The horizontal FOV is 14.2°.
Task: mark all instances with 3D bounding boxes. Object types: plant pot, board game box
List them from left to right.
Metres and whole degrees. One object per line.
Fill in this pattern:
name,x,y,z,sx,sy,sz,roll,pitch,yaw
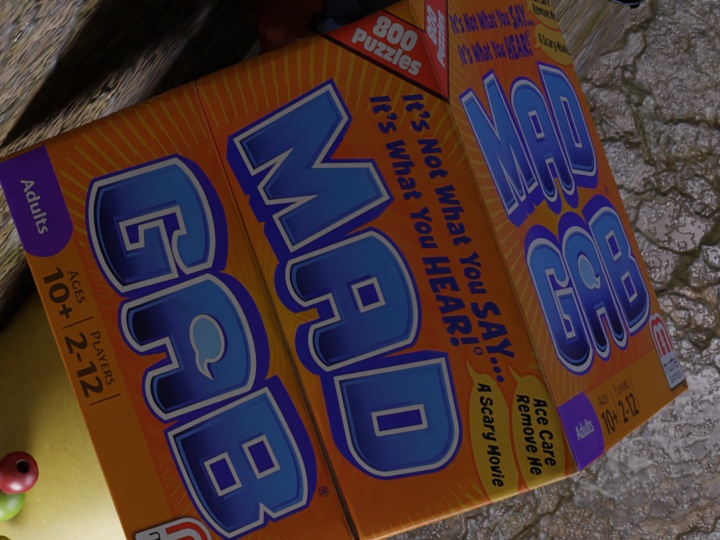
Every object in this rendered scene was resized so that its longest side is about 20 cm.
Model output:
plant pot,-0.117,0.079,1.446,0.141,0.201,0.200,-29,178,9
board game box,-0.002,0.005,1.253,0.199,0.201,0.200,-19,-179,21

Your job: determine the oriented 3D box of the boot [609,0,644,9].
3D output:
boot,0.114,-0.154,1.404,0.200,0.138,0.078,20,107,-54

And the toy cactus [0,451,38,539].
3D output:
toy cactus,-0.237,0.165,1.372,0.200,0.102,0.165,-50,-172,-20

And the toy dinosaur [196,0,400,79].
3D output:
toy dinosaur,-0.013,-0.123,1.332,0.200,0.105,0.181,-52,172,18
